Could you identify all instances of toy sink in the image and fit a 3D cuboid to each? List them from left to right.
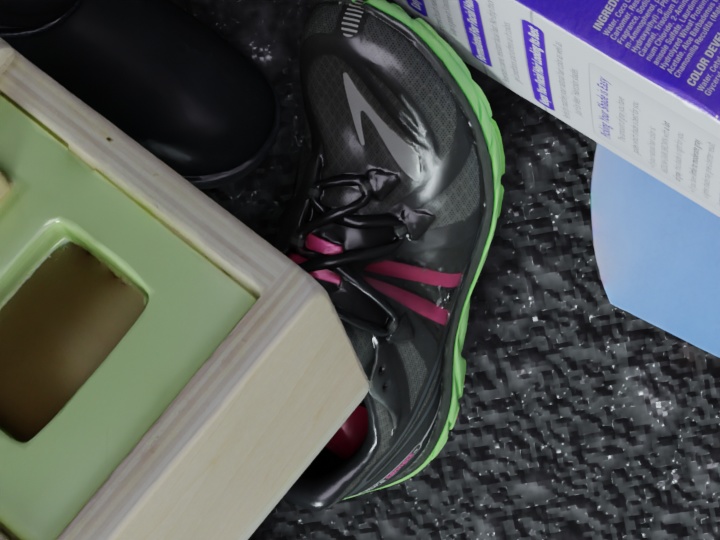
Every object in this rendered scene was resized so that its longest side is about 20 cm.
[{"bbox_3d":[-0.117,0.013,0.697,0.200,0.112,0.131,38,79,20],"label":"toy sink"}]

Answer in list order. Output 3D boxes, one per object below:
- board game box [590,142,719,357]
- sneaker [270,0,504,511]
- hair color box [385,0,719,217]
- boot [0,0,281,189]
[{"bbox_3d":[0.181,-0.034,0.789,0.199,0.039,0.159,26,100,-7],"label":"board game box"},{"bbox_3d":[0.000,0.000,0.763,0.076,0.084,0.202,17,122,30],"label":"sneaker"},{"bbox_3d":[0.081,-0.084,0.698,0.199,0.109,0.065,31,84,12],"label":"hair color box"},{"bbox_3d":[-0.094,-0.098,0.709,0.164,0.200,0.066,26,76,-2],"label":"boot"}]
